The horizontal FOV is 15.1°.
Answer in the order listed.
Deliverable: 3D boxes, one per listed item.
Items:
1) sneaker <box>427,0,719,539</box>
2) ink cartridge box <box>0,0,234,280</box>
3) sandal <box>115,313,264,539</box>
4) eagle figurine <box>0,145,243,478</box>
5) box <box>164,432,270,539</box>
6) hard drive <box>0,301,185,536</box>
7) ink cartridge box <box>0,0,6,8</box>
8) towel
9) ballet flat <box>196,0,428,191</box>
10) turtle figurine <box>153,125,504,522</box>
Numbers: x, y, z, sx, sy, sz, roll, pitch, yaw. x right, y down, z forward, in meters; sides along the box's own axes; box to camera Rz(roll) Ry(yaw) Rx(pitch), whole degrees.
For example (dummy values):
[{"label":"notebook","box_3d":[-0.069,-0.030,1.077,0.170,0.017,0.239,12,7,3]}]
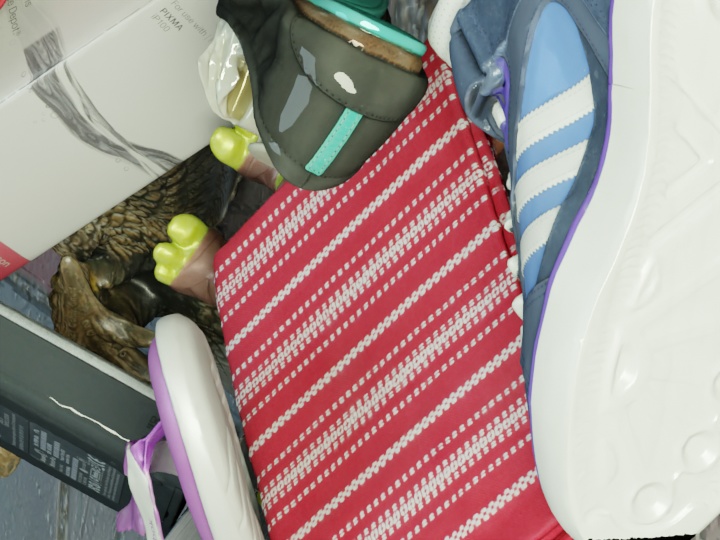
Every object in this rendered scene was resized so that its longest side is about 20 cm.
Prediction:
[{"label":"sneaker","box_3d":[0.069,-0.030,0.818,0.146,0.080,0.201,-144,57,-63]},{"label":"ink cartridge box","box_3d":[-0.123,-0.099,1.114,0.199,0.083,0.147,-31,44,16]},{"label":"sandal","box_3d":[-0.058,0.092,0.941,0.203,0.050,0.083,79,174,-55]},{"label":"eagle figurine","box_3d":[-0.105,-0.028,1.207,0.151,0.151,0.200,-21,29,25]},{"label":"box","box_3d":[-0.092,0.172,1.124,0.159,0.048,0.200,-53,-3,-38]},{"label":"hard drive","box_3d":[-0.153,0.037,1.075,0.033,0.199,0.140,-61,0,-15]},{"label":"ink cartridge box","box_3d":[-0.156,-0.177,1.071,0.175,0.084,0.201,12,64,49]},{"label":"towel","box_3d":[0.013,0.037,0.901,0.145,0.022,0.201,-43,46,33]},{"label":"ballet flat","box_3d":[-0.024,-0.074,0.925,0.069,0.068,0.200,-63,11,12]},{"label":"turtle figurine","box_3d":[0.000,0.000,0.998,0.161,0.064,0.201,38,115,42]}]
